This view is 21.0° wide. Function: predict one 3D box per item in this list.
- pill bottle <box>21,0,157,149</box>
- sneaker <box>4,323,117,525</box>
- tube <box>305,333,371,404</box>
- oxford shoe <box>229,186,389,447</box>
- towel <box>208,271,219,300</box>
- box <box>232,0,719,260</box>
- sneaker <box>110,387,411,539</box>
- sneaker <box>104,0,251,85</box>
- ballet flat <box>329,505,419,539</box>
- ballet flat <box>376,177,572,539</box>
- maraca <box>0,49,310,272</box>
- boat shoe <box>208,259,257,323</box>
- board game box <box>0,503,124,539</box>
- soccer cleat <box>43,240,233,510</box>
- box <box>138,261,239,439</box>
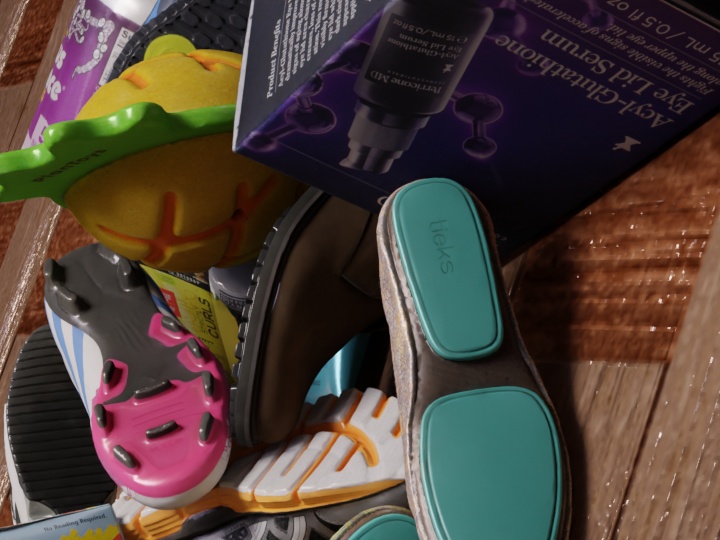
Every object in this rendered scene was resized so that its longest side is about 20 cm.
[{"bbox_3d":[-0.142,-0.139,1.281,0.201,0.112,0.112,-65,24,17],"label":"pill bottle"},{"bbox_3d":[-0.177,0.133,1.142,0.088,0.074,0.201,144,123,-63],"label":"sneaker"},{"bbox_3d":[-0.004,-0.017,1.001,0.077,0.050,0.201,166,120,-68],"label":"tube"},{"bbox_3d":[0.000,0.000,0.912,0.073,0.084,0.200,86,-152,-63],"label":"oxford shoe"},{"bbox_3d":[-0.074,-0.104,1.155,0.153,0.023,0.201,88,-175,-53],"label":"towel"},{"bbox_3d":[0.058,-0.108,0.828,0.200,0.148,0.105,-39,37,47],"label":"box"},{"bbox_3d":[-0.032,0.114,0.912,0.200,0.077,0.078,-19,20,41],"label":"sneaker"},{"bbox_3d":[-0.076,-0.141,1.051,0.201,0.066,0.078,-60,5,4],"label":"sneaker"},{"bbox_3d":[-0.014,0.198,0.812,0.071,0.070,0.201,-26,47,55],"label":"ballet flat"},{"bbox_3d":[0.045,0.057,0.810,0.067,0.068,0.201,100,166,-59],"label":"ballet flat"},{"bbox_3d":[-0.094,-0.053,0.943,0.137,0.200,0.107,-25,76,34],"label":"maraca"},{"bbox_3d":[-0.035,-0.056,1.074,0.057,0.068,0.201,76,-150,-57],"label":"boat shoe"},{"bbox_3d":[-0.144,0.227,0.892,0.105,0.103,0.201,-41,66,44],"label":"board game box"},{"bbox_3d":[-0.102,0.061,0.956,0.070,0.087,0.200,-23,39,-8],"label":"soccer cleat"},{"bbox_3d":[-0.109,0.046,1.120,0.050,0.075,0.200,-58,25,18],"label":"box"}]
